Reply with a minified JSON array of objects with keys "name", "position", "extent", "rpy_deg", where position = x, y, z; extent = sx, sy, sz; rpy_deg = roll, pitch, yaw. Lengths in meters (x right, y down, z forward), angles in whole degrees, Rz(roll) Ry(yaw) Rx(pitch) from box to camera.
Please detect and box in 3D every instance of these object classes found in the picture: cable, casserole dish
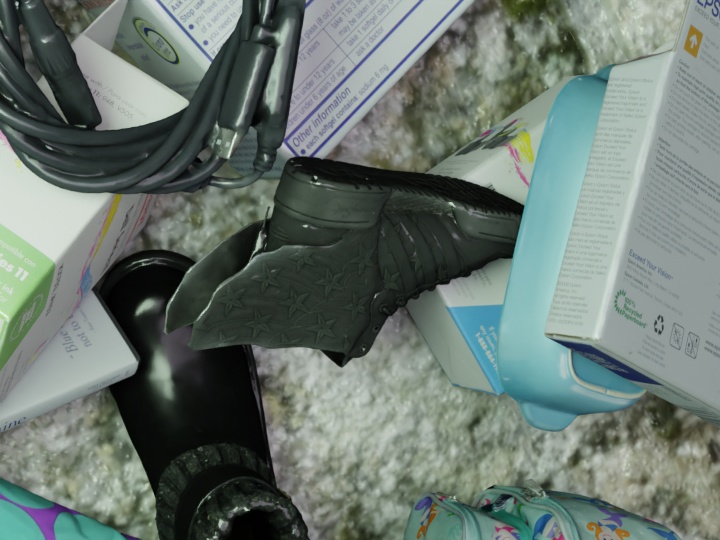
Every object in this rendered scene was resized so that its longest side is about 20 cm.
[{"name":"cable","position":[-0.099,-0.135,1.103],"extent":[0.163,0.051,0.200],"rpy_deg":[6,98,-26]},{"name":"casserole dish","position":[0.132,-0.010,1.282],"extent":[0.121,0.039,0.200],"rpy_deg":[16,87,-49]}]

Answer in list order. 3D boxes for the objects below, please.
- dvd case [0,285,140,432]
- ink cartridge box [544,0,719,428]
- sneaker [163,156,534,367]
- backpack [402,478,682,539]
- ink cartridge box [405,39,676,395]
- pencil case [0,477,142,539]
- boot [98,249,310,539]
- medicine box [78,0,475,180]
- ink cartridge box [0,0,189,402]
[{"name":"dvd case","position":[-0.228,0.028,1.192],"extent":[0.200,0.018,0.143],"rpy_deg":[-24,68,-29]},{"name":"ink cartridge box","position":[0.184,-0.031,1.278],"extent":[0.196,0.043,0.200],"rpy_deg":[28,74,-49]},{"name":"sneaker","position":[0.002,0.001,1.246],"extent":[0.200,0.060,0.104],"rpy_deg":[8,107,-36]},{"name":"backpack","position":[0.096,0.203,1.286],"extent":[0.150,0.200,0.178],"rpy_deg":[13,87,-22]},{"name":"ink cartridge box","position":[0.114,-0.033,1.357],"extent":[0.200,0.068,0.115],"rpy_deg":[-34,104,-17]},{"name":"pencil case","position":[-0.205,0.138,1.223],"extent":[0.200,0.092,0.085],"rpy_deg":[28,82,-21]},{"name":"boot","position":[-0.078,0.098,1.228],"extent":[0.079,0.158,0.211],"rpy_deg":[-20,100,-2]},{"name":"medicine box","position":[-0.049,-0.180,1.270],"extent":[0.182,0.103,0.200],"rpy_deg":[-46,106,-14]},{"name":"ink cartridge box","position":[-0.150,-0.031,1.173],"extent":[0.067,0.117,0.200],"rpy_deg":[33,55,4]}]
